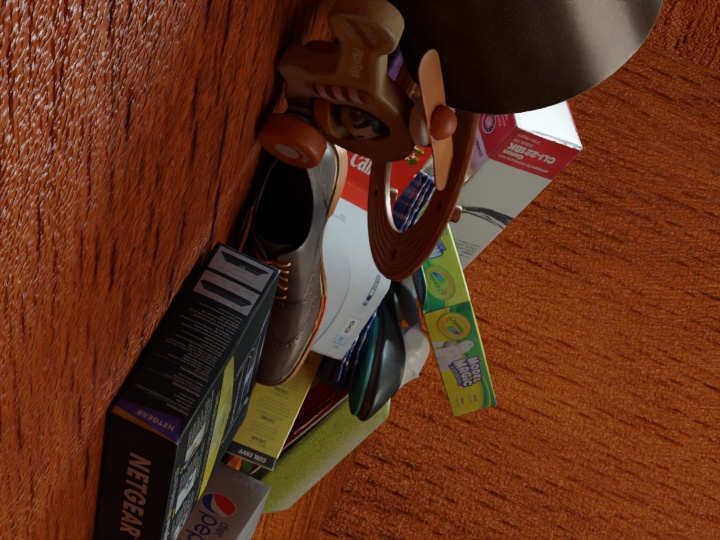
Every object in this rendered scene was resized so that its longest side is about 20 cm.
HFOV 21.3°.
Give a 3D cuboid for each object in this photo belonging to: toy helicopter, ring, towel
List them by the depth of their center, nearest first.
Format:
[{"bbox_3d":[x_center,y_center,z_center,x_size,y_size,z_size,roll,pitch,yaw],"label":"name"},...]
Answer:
[{"bbox_3d":[0.008,-0.120,1.243,0.200,0.132,0.079,98,18,-69],"label":"toy helicopter"},{"bbox_3d":[0.049,-0.090,1.379,0.200,0.019,0.201,-167,-90,-72],"label":"ring"},{"bbox_3d":[0.000,0.000,1.657,0.200,0.024,0.145,-65,-160,1],"label":"towel"}]

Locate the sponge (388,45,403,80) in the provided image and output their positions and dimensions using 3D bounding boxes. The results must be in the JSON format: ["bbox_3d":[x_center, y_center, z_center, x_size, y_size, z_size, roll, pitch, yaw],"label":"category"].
[{"bbox_3d":[0.052,-0.203,1.572,0.112,0.030,0.200,-60,-173,35],"label":"sponge"}]

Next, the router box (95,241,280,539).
[{"bbox_3d":[-0.123,0.100,1.337,0.200,0.052,0.157,106,10,-54],"label":"router box"}]

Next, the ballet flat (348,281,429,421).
[{"bbox_3d":[0.024,0.054,1.665,0.200,0.068,0.068,-94,-158,-47],"label":"ballet flat"}]

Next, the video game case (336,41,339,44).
[{"bbox_3d":[-0.020,-0.124,1.541,0.200,0.018,0.143,66,47,-82],"label":"video game case"}]

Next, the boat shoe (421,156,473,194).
[{"bbox_3d":[0.019,-0.039,1.760,0.200,0.065,0.072,-46,-171,11],"label":"boat shoe"}]

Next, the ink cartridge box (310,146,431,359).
[{"bbox_3d":[-0.006,-0.030,1.514,0.200,0.047,0.160,-55,155,5],"label":"ink cartridge box"}]

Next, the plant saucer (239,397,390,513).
[{"bbox_3d":[-0.035,0.150,1.868,0.200,0.048,0.200,-43,-172,14],"label":"plant saucer"}]

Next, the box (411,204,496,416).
[{"bbox_3d":[0.075,0.028,1.705,0.200,0.048,0.117,68,6,-54],"label":"box"}]

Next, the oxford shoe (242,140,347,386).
[{"bbox_3d":[-0.062,-0.006,1.391,0.073,0.071,0.200,-36,137,-69],"label":"oxford shoe"}]

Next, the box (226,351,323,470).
[{"bbox_3d":[-0.064,0.066,1.637,0.200,0.050,0.075,-67,-161,-2],"label":"box"}]

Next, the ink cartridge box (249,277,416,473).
[{"bbox_3d":[-0.034,0.085,1.782,0.160,0.047,0.200,-41,-173,33],"label":"ink cartridge box"}]

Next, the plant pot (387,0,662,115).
[{"bbox_3d":[0.083,-0.237,1.236,0.187,0.187,0.200,-63,146,-27],"label":"plant pot"}]

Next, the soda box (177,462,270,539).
[{"bbox_3d":[-0.145,0.248,1.675,0.200,0.063,0.068,-54,167,-63],"label":"soda box"}]

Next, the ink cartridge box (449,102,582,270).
[{"bbox_3d":[0.107,-0.116,1.834,0.200,0.084,0.144,-48,-140,37],"label":"ink cartridge box"}]

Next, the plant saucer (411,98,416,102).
[{"bbox_3d":[0.074,-0.199,1.723,0.201,0.051,0.201,-55,-171,13],"label":"plant saucer"}]
